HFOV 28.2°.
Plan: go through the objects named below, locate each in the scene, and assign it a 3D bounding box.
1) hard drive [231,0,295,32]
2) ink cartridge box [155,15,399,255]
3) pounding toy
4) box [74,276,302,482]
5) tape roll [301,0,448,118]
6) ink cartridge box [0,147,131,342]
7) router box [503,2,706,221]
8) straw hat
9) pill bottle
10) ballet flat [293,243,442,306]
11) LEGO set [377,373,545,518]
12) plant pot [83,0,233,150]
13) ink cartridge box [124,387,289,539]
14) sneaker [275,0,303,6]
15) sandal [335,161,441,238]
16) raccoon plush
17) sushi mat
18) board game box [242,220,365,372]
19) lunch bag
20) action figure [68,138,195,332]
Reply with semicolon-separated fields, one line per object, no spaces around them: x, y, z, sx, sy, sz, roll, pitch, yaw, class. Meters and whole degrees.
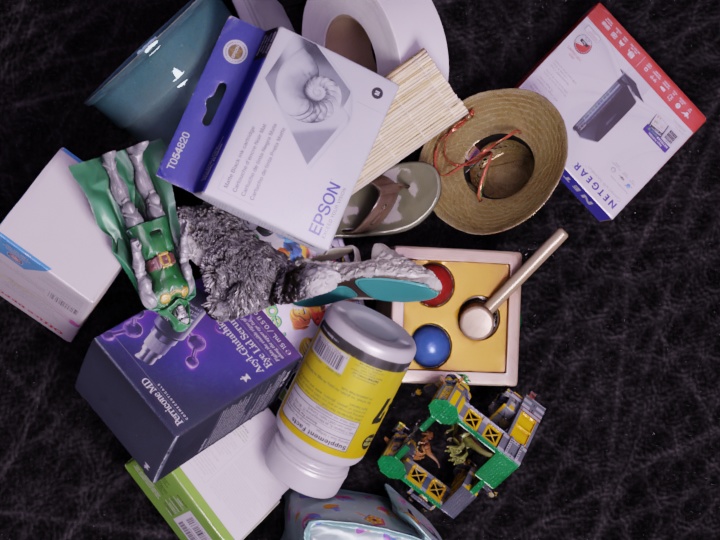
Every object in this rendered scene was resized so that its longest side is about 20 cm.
-0.089;-0.242;1.632;0.026;0.132;0.201;-31;66;14;hard drive
-0.086;-0.147;1.498;0.198;0.041;0.201;24;79;-3;ink cartridge box
0.127;0.041;1.692;0.197;0.142;0.187;3;88;-10;pounding toy
-0.191;0.113;1.593;0.148;0.105;0.199;46;49;13;box
0.015;-0.247;1.646;0.070;0.202;0.205;-19;92;-32;tape roll
-0.330;-0.021;1.594;0.128;0.200;0.126;36;65;-7;ink cartridge box
0.297;-0.194;1.777;0.200;0.049;0.180;45;82;-6;router box
0.174;-0.118;1.723;0.085;0.200;0.202;36;80;-52;straw hat
-0.027;0.147;1.617;0.113;0.114;0.201;24;107;-9;pill bottle
0.000;0.000;1.632;0.198;0.072;0.073;-4;89;28;ballet flat
0.121;0.187;1.676;0.153;0.201;0.116;31;44;4;LEGO set
-0.174;-0.187;1.628;0.200;0.200;0.196;-45;104;-8;plant pot
-0.151;0.218;1.678;0.148;0.076;0.200;53;47;-5;ink cartridge box
-0.079;-0.370;1.710;0.198;0.074;0.090;-7;73;-11;sneaker
0.003;-0.076;1.681;0.199;0.057;0.081;-15;85;-10;sandal
-0.111;-0.030;1.543;0.198;0.097;0.135;-16;99;31;raccoon plush
0.015;-0.152;1.576;0.199;0.012;0.096;-34;122;13;sushi mat
-0.071;0.013;1.710;0.125;0.035;0.202;-19;91;-10;board game box
0.014;0.319;1.649;0.198;0.170;0.124;7;95;-10;lunch bag
-0.218;-0.032;1.505;0.117;0.054;0.202;-22;95;-33;action figure
